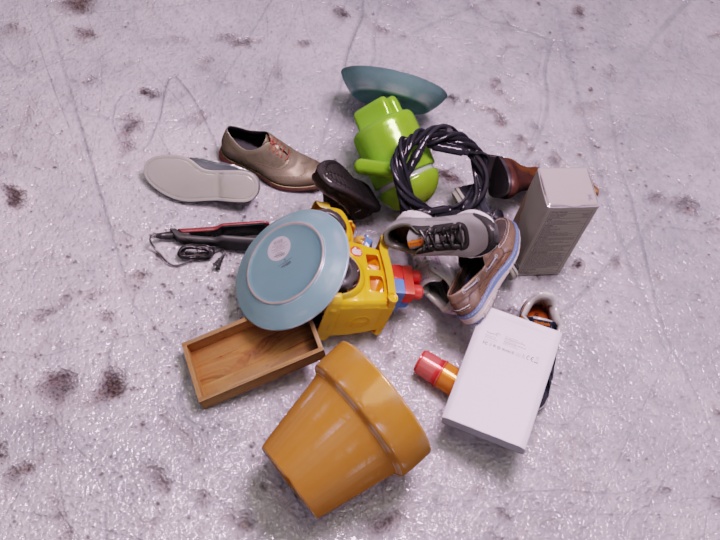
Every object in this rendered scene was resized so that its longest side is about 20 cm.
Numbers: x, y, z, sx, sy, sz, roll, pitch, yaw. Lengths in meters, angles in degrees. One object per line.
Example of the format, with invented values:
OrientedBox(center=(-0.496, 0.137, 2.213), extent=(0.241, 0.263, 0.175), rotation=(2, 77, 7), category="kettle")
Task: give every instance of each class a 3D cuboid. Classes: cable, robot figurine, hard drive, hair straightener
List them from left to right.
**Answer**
OrientedBox(center=(-0.242, -0.041, 1.527), extent=(0.196, 0.041, 0.078), rotation=(0, 58, -12), category="hair straightener")
OrientedBox(center=(0.063, -0.194, 1.622), extent=(0.203, 0.114, 0.175), rotation=(65, 25, 0), category="robot figurine")
OrientedBox(center=(0.133, -0.160, 1.566), extent=(0.198, 0.051, 0.166), rotation=(-23, 94, -28), category="cable")
OrientedBox(center=(0.216, 0.162, 1.431), extent=(0.130, 0.027, 0.202), rotation=(19, 61, 12), category="hard drive")

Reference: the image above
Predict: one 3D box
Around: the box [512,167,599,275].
OrientedBox(center=(0.314, -0.078, 1.571), extent=(0.093, 0.201, 0.079), rotation=(-1, 58, -12), category="box")

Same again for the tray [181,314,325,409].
OrientedBox(center=(-0.159, 0.121, 1.414), extent=(0.197, 0.037, 0.100), rotation=(-22, 63, -5), category="tray")

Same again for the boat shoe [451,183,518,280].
OrientedBox(center=(0.225, -0.073, 1.624), extent=(0.061, 0.075, 0.202), rotation=(-26, 60, -2), category="boat shoe")

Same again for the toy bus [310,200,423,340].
OrientedBox(center=(0.000, 0.000, 1.499), extent=(0.188, 0.137, 0.203), rotation=(0, 56, -16), category="toy bus")

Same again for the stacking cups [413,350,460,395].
OrientedBox(center=(0.175, 0.192, 1.466), extent=(0.198, 0.061, 0.061), rotation=(32, 57, 15), category="stacking cups")

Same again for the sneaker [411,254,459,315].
OrientedBox(center=(0.121, -0.013, 1.549), extent=(0.099, 0.075, 0.202), rotation=(-3, 53, -48), category="sneaker")

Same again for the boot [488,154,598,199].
OrientedBox(center=(0.320, -0.147, 1.659), extent=(0.196, 0.188, 0.070), rotation=(13, 99, -5), category="boot")

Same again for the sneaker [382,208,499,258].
OrientedBox(center=(0.122, -0.050, 1.446), extent=(0.197, 0.075, 0.079), rotation=(2, 18, 36), category="sneaker")

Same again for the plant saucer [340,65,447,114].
OrientedBox(center=(0.057, -0.317, 1.694), extent=(0.196, 0.200, 0.037), rotation=(14, 88, -3), category="plant saucer")

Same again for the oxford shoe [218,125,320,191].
OrientedBox(center=(-0.147, -0.193, 1.622), extent=(0.196, 0.075, 0.071), rotation=(14, 55, -3), category="oxford shoe")

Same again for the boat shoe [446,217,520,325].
OrientedBox(center=(0.195, -0.015, 1.497), extent=(0.072, 0.072, 0.202), rotation=(44, 54, -28), category="boat shoe")

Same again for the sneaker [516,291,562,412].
OrientedBox(center=(0.277, 0.125, 1.511), extent=(0.077, 0.080, 0.203), rotation=(12, 58, -5), category="sneaker")

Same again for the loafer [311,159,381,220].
OrientedBox(center=(-0.030, -0.117, 1.544), extent=(0.071, 0.199, 0.074), rotation=(-37, 65, 13), category="loafer")

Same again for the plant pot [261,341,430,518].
OrientedBox(center=(-0.032, 0.235, 1.320), extent=(0.182, 0.201, 0.201), rotation=(-38, 71, -13), category="plant pot")

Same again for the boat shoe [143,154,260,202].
OrientedBox(center=(-0.265, -0.154, 1.595), extent=(0.196, 0.074, 0.062), rotation=(9, 13, 2), category="boat shoe")

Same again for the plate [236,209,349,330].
OrientedBox(center=(-0.108, -0.007, 1.413), extent=(0.197, 0.026, 0.204), rotation=(-14, 58, 23), category="plate")
